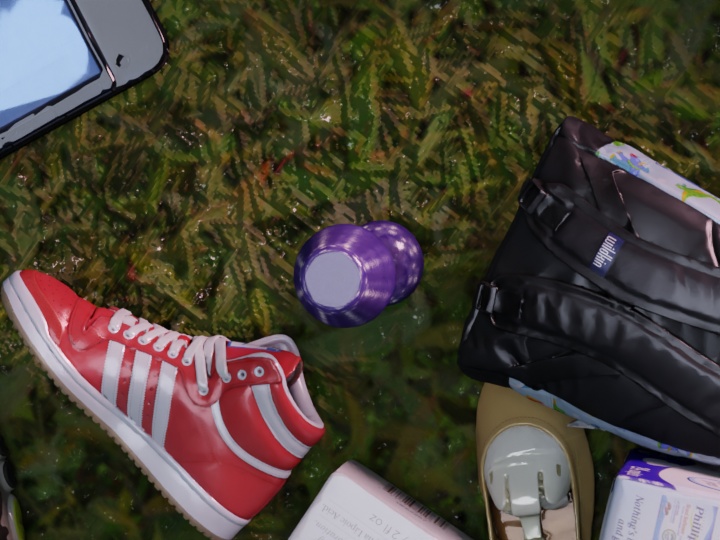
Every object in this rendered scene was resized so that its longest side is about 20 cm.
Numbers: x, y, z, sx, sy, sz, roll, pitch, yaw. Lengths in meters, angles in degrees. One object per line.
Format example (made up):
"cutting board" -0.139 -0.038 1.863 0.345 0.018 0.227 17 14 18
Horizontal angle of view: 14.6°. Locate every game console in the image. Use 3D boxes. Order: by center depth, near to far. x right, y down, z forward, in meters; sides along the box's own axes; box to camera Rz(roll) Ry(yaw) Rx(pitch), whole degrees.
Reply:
"game console" -0.240 -0.152 1.633 0.200 0.118 0.171 -28 88 10

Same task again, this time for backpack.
"backpack" 0.183 0.028 1.573 0.200 0.154 0.164 24 95 29

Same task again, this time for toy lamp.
"toy lamp" 0.000 0.000 1.560 0.058 0.200 0.058 1 94 9

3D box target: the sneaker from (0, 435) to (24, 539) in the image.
"sneaker" -0.242 0.182 1.680 0.085 0.077 0.201 -14 80 15

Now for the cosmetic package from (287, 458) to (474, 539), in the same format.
"cosmetic package" -0.023 0.220 1.641 0.102 0.074 0.200 33 96 6

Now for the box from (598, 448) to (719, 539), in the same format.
"box" 0.230 0.173 1.542 0.199 0.184 0.105 13 93 8

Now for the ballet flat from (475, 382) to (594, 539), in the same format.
"ballet flat" 0.104 0.151 1.621 0.068 0.063 0.201 -9 91 10

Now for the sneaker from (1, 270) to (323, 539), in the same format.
"sneaker" -0.109 0.051 1.638 0.112 0.071 0.200 -43 94 13
